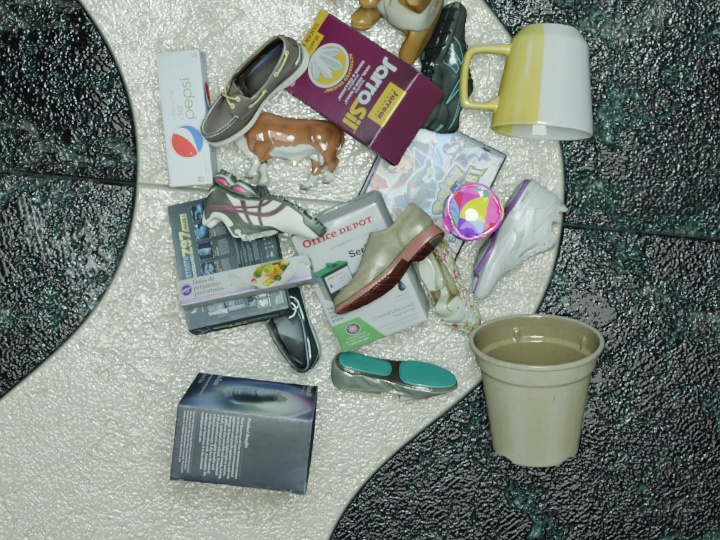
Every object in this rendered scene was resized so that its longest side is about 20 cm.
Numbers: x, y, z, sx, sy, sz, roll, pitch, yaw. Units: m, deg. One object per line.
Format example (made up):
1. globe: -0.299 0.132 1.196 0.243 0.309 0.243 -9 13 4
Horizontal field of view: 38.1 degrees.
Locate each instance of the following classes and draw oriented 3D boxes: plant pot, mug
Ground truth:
1. plant pot: 0.264 0.187 1.580 0.200 0.201 0.184 -2 109 1
2. mug: 0.257 -0.279 1.520 0.186 0.149 0.154 5 91 -36

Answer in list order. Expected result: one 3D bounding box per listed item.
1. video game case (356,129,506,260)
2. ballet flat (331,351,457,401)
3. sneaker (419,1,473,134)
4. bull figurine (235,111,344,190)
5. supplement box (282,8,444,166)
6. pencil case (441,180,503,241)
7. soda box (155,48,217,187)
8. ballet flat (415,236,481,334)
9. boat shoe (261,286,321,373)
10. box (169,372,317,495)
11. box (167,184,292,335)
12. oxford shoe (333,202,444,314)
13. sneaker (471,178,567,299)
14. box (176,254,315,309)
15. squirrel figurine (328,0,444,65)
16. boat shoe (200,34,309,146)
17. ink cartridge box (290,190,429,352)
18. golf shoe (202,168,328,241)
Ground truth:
1. video game case: 0.101 -0.126 1.605 0.180 0.026 0.201 25 98 -3
2. ballet flat: 0.051 0.173 1.639 0.199 0.067 0.064 11 126 -1
3. sneaker: 0.129 -0.301 1.564 0.079 0.075 0.201 16 87 -30
4. bull figurine: -0.123 -0.188 1.567 0.199 0.065 0.122 2 76 -5
5. supplement box: -0.003 -0.264 1.507 0.200 0.103 0.131 37 97 25
6. pencil case: 0.156 -0.083 1.499 0.088 0.200 0.089 0 91 5
7. soda box: -0.261 -0.228 1.574 0.068 0.064 0.201 -5 97 2
8. ballet flat: 0.122 0.026 1.590 0.075 0.064 0.200 -15 113 33
9. boat shoe: -0.123 0.065 1.615 0.075 0.062 0.201 -18 96 11
10. box: -0.168 0.240 1.573 0.198 0.200 0.124 7 98 -2
11. box: -0.198 -0.016 1.579 0.157 0.051 0.201 -13 76 1
12. oxford shoe: 0.028 -0.015 1.505 0.200 0.070 0.075 -41 74 14
13. sneaker: 0.242 -0.036 1.588 0.099 0.075 0.200 31 91 -6
14. box: -0.166 0.017 1.521 0.199 0.041 0.039 -12 77 5
15. squirrel figurine: 0.038 -0.436 1.521 0.186 0.142 0.200 28 70 14
16. boat shoe: -0.162 -0.259 1.494 0.200 0.059 0.072 -40 64 16
17. ink cartridge box: 0.000 0.000 1.579 0.146 0.084 0.201 -22 104 11
18. golf shoe: -0.140 -0.074 1.523 0.200 0.077 0.088 23 85 25
